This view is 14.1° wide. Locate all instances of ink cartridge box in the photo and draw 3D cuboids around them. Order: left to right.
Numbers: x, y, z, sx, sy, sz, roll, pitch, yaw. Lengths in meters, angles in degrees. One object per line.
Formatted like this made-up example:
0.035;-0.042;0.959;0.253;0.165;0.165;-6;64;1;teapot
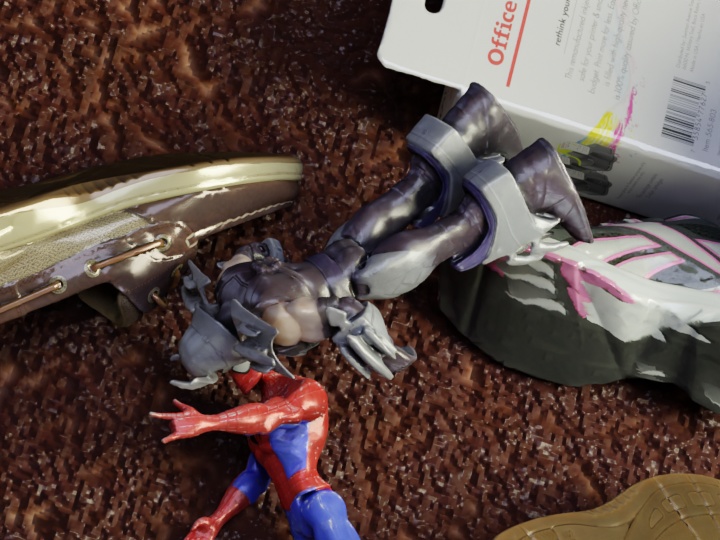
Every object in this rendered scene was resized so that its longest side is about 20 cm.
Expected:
0.107;-0.104;1.434;0.200;0.068;0.115;18;65;-5;ink cartridge box

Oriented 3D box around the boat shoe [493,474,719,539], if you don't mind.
0.117;0.146;1.324;0.200;0.072;0.072;-9;60;-41;boat shoe

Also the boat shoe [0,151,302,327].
-0.116;-0.009;1.353;0.200;0.072;0.072;-15;102;-29;boat shoe

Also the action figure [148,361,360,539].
-0.040;0.123;1.305;0.099;0.065;0.200;-11;70;-26;action figure

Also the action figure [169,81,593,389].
0.000;0.000;1.306;0.200;0.069;0.130;-31;37;-13;action figure

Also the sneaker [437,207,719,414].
0.132;0.008;1.400;0.200;0.080;0.086;19;42;-3;sneaker
